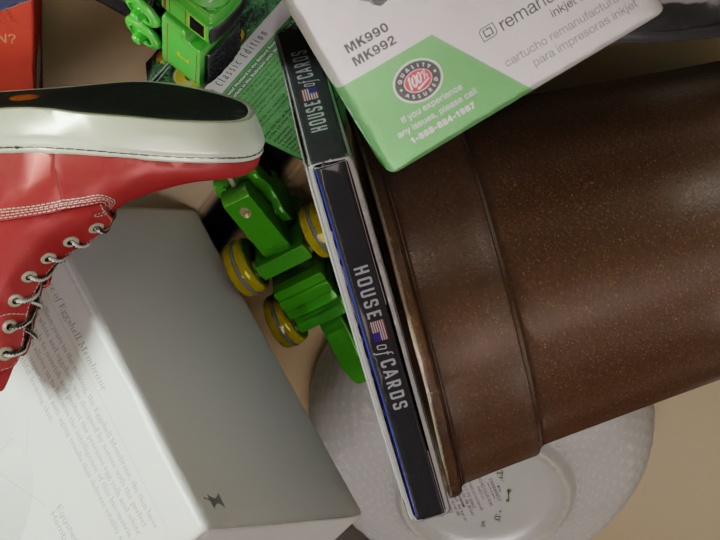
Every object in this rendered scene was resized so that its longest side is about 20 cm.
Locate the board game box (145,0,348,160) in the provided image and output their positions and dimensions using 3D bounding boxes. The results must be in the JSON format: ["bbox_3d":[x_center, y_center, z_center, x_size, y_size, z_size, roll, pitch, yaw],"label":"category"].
[{"bbox_3d":[-0.006,-0.140,1.237,0.105,0.023,0.200,24,126,-32],"label":"board game box"}]

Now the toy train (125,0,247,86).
[{"bbox_3d":[-0.077,-0.134,1.137,0.056,0.042,0.200,40,166,6],"label":"toy train"}]

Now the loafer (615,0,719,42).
[{"bbox_3d":[0.191,-0.143,1.221,0.200,0.073,0.072,5,140,8],"label":"loafer"}]

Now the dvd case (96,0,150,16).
[{"bbox_3d":[-0.098,-0.211,1.188,0.149,0.016,0.200,28,125,-23],"label":"dvd case"}]

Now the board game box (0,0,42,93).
[{"bbox_3d":[-0.235,-0.089,1.263,0.153,0.040,0.200,2,136,-3],"label":"board game box"}]

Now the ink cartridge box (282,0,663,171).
[{"bbox_3d":[0.019,-0.169,1.124,0.146,0.084,0.200,-31,106,4],"label":"ink cartridge box"}]

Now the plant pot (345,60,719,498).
[{"bbox_3d":[0.112,-0.008,1.257,0.198,0.200,0.200,-14,130,-1],"label":"plant pot"}]

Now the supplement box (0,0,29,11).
[{"bbox_3d":[-0.173,-0.184,1.072,0.109,0.200,0.109,-18,115,21],"label":"supplement box"}]

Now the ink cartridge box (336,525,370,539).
[{"bbox_3d":[-0.016,0.228,1.491,0.200,0.129,0.125,13,129,-13],"label":"ink cartridge box"}]

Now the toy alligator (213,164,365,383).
[{"bbox_3d":[-0.044,-0.024,1.326,0.059,0.054,0.200,-26,121,17],"label":"toy alligator"}]

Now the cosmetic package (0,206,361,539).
[{"bbox_3d":[-0.138,0.103,1.320,0.123,0.199,0.200,-1,144,-48],"label":"cosmetic package"}]

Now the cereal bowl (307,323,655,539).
[{"bbox_3d":[0.069,0.099,1.412,0.200,0.083,0.200,-1,131,-1],"label":"cereal bowl"}]

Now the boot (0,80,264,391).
[{"bbox_3d":[-0.139,-0.014,1.220,0.200,0.072,0.144,-2,105,11],"label":"boot"}]

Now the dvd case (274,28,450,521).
[{"bbox_3d":[0.000,0.000,1.223,0.025,0.150,0.200,-15,120,0],"label":"dvd case"}]
